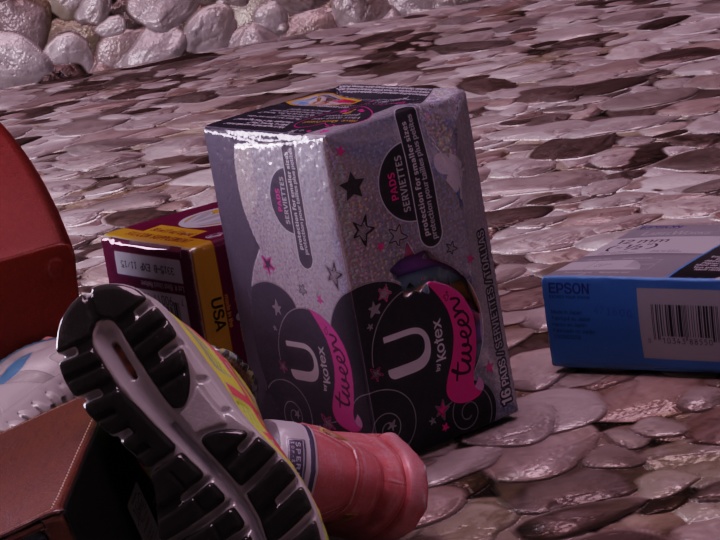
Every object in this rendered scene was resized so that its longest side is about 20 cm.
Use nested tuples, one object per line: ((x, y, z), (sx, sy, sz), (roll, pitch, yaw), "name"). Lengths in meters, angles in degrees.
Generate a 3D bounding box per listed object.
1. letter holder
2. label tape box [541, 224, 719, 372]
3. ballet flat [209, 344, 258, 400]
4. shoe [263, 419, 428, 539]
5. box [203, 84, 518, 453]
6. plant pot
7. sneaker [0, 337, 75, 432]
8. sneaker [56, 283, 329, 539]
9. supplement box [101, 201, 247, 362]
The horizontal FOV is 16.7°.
((-0.170, 0.151, 1.168), (0.141, 0.101, 0.200), (-23, 12, 6), "letter holder")
((0.229, 0.006, 1.584), (0.142, 0.067, 0.200), (0, 18, 36), "label tape box")
((-0.120, 0.084, 1.300), (0.200, 0.074, 0.074), (-39, -6, 34), "ballet flat")
((-0.041, 0.117, 1.313), (0.090, 0.072, 0.200), (12, -12, -24), "shoe")
((0.000, 0.000, 1.469), (0.114, 0.202, 0.132), (-20, 16, -34), "box")
((-0.278, 0.034, 1.587), (0.199, 0.202, 0.176), (-17, 27, -30), "plant pot")
((-0.213, 0.103, 1.488), (0.199, 0.077, 0.080), (-28, 29, -37), "sneaker")
((-0.065, 0.094, 1.177), (0.078, 0.201, 0.090), (-31, -11, 10), "sneaker")
((-0.060, 0.003, 1.718), (0.199, 0.104, 0.131), (-17, 14, -33), "supplement box")
